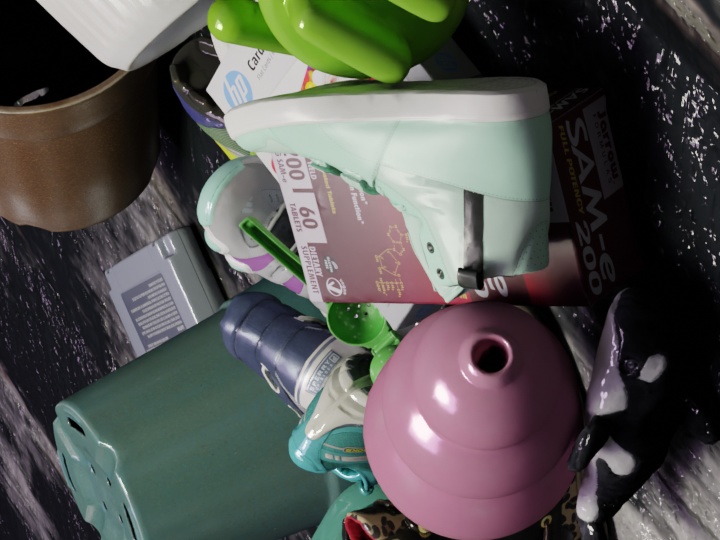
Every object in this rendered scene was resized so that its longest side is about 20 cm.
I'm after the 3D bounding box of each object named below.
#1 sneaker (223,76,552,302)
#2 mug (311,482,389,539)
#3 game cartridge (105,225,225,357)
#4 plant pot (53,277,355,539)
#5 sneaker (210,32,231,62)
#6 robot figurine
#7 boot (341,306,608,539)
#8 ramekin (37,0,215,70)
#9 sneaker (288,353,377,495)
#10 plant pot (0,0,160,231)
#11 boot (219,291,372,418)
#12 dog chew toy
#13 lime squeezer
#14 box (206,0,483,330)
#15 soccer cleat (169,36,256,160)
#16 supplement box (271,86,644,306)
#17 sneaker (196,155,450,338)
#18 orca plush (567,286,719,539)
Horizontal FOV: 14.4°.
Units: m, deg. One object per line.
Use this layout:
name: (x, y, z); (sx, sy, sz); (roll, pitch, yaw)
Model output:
sneaker: (0.012, -0.040, 1.509); (0.200, 0.074, 0.119); (3, 104, 36)
mug: (0.042, 0.201, 1.852); (0.152, 0.115, 0.185); (30, 168, -5)
game cartridge: (-0.148, 0.042, 2.305); (0.133, 0.041, 0.200); (62, 160, -2)
plant pot: (-0.104, 0.125, 2.058); (0.200, 0.196, 0.201); (50, 155, 34)
sneaker: (-0.016, -0.124, 1.772); (0.200, 0.075, 0.089); (48, 142, 25)
robot figurine: (-0.002, -0.181, 1.539); (0.176, 0.115, 0.200); (-55, 22, 25)
boot: (0.062, 0.126, 1.713); (0.073, 0.150, 0.201); (28, 136, 59)
ramekin: (-0.107, -0.204, 1.721); (0.094, 0.202, 0.202); (53, 159, -1)
sneaker: (0.015, 0.101, 1.805); (0.078, 0.080, 0.200); (49, -166, 25)
plant pot: (-0.233, -0.144, 2.113); (0.200, 0.200, 0.198); (55, 164, 28)
boot: (-0.023, 0.064, 1.870); (0.090, 0.073, 0.200); (34, 174, 21)
dog chew toy: (0.065, 0.073, 1.543); (0.125, 0.124, 0.200); (60, 169, 15)
lime squeezer: (0.007, 0.044, 1.694); (0.200, 0.038, 0.071); (53, -176, 16)
box: (0.005, -0.089, 1.683); (0.200, 0.041, 0.156); (53, 137, 19)
soccer cleat: (-0.056, -0.080, 1.936); (0.200, 0.065, 0.084); (52, -175, 24)
supplement box: (0.050, -0.040, 1.578); (0.199, 0.061, 0.109); (0, 114, 39)
sneaker: (0.000, 0.000, 1.766); (0.200, 0.078, 0.140); (29, 180, -43)
orca plush: (0.159, 0.092, 1.553); (0.071, 0.105, 0.201); (20, 126, 14)
